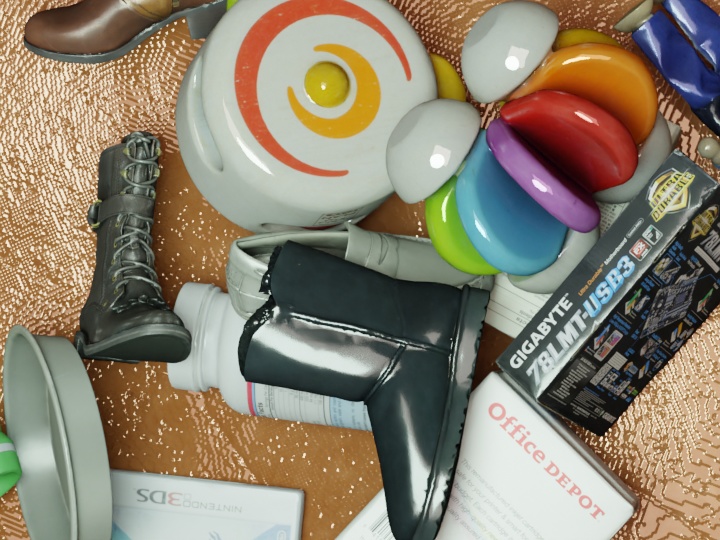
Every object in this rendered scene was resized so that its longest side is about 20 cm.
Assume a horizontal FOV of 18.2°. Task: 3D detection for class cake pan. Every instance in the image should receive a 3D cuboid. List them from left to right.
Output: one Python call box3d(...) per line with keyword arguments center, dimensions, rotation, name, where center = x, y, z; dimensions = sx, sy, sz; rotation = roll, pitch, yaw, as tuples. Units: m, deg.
box3d(center=(-0.231, 0.138, 1.710), dimensions=(0.036, 0.200, 0.202), rotation=(-10, 87, -21), name="cake pan")

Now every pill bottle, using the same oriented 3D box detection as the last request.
box3d(center=(-0.042, 0.062, 1.716), dimensions=(0.198, 0.109, 0.110), rotation=(8, 90, 9), name="pill bottle")

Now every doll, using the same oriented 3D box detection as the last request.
box3d(center=(0.285, -0.135, 1.691), dimensions=(0.200, 0.048, 0.136), rotation=(49, 61, -4), name="doll")

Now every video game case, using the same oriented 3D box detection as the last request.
box3d(center=(-0.142, 0.264, 1.770), dimensions=(0.181, 0.022, 0.202), rotation=(5, 90, 8), name="video game case")

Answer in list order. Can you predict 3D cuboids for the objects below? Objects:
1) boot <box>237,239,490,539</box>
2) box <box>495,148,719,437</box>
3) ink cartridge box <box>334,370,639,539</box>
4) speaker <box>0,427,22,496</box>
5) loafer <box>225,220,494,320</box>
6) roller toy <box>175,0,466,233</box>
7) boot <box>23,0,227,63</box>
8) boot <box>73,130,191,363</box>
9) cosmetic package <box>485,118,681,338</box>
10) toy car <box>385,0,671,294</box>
box3d(center=(-0.007, 0.089, 1.580), dimensions=(0.167, 0.076, 0.202), rotation=(11, 81, 4), name="boot")
box3d(center=(0.203, 0.023, 1.636), dimensions=(0.050, 0.200, 0.199), rotation=(41, 94, 23), name="box")
box3d(center=(0.091, 0.194, 1.676), dimensions=(0.147, 0.145, 0.200), rotation=(45, 95, 7), name="ink cartridge box")
box3d(center=(-0.347, 0.094, 1.762), dimensions=(0.088, 0.088, 0.201), rotation=(-35, 76, 6), name="speaker")
box3d(center=(0.000, 0.000, 1.649), dimensions=(0.198, 0.070, 0.070), rotation=(-4, 46, -2), name="loafer")
box3d(center=(-0.038, -0.121, 1.678), dimensions=(0.199, 0.140, 0.183), rotation=(36, 71, -6), name="roller toy")
box3d(center=(-0.186, -0.265, 1.715), dimensions=(0.187, 0.069, 0.201), rotation=(-7, 122, 7), name="boot")
box3d(center=(-0.175, -0.019, 1.694), dimensions=(0.069, 0.200, 0.176), rotation=(7, 85, -24), name="boot")
box3d(center=(0.155, -0.041, 1.709), dimensions=(0.103, 0.073, 0.201), rotation=(29, 93, 8), name="cosmetic package")
box3d(center=(0.131, -0.078, 1.581), dimensions=(0.175, 0.150, 0.200), rotation=(38, 92, -21), name="toy car")
